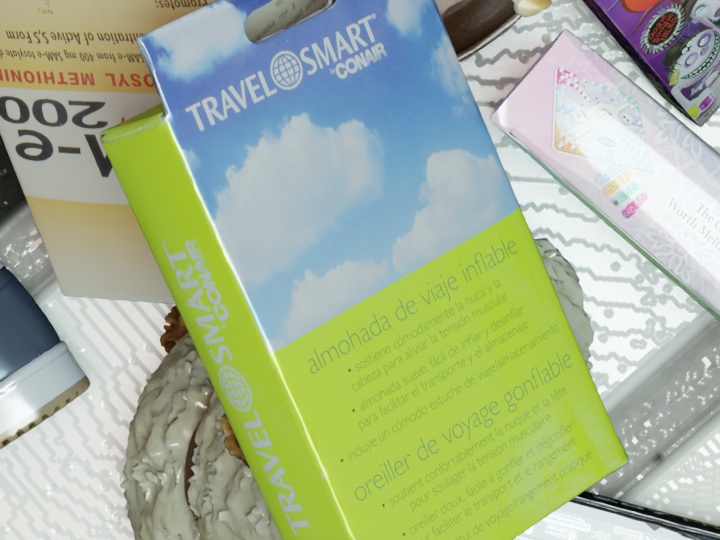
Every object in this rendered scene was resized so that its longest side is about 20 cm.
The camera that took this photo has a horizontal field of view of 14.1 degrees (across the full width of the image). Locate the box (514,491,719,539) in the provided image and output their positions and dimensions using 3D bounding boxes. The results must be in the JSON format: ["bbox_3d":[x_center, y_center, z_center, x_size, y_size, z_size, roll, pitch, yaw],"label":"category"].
[{"bbox_3d":[0.117,0.175,1.109,0.199,0.049,0.162,14,90,1],"label":"box"}]

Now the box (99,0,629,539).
[{"bbox_3d":[0.000,0.000,0.947,0.122,0.048,0.201,-30,101,-36],"label":"box"}]

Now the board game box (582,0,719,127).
[{"bbox_3d":[0.165,-0.154,1.065,0.200,0.120,0.032,-48,53,3],"label":"board game box"}]

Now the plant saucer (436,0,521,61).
[{"bbox_3d":[-0.007,-0.169,1.110,0.199,0.034,0.202,0,93,2],"label":"plant saucer"}]

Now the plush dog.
[{"bbox_3d":[-0.025,0.077,1.057,0.160,0.171,0.201,11,79,-37],"label":"plush dog"}]

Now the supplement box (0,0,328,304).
[{"bbox_3d":[-0.071,-0.088,1.016,0.125,0.074,0.201,3,126,35],"label":"supplement box"}]

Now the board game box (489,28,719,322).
[{"bbox_3d":[0.133,-0.005,1.027,0.199,0.200,0.043,40,95,0],"label":"board game box"}]

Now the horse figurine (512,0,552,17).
[{"bbox_3d":[0.065,-0.171,0.985,0.200,0.050,0.133,-36,95,-8],"label":"horse figurine"}]

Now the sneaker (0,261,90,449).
[{"bbox_3d":[-0.213,0.050,1.105,0.199,0.070,0.109,-31,95,-4],"label":"sneaker"}]
